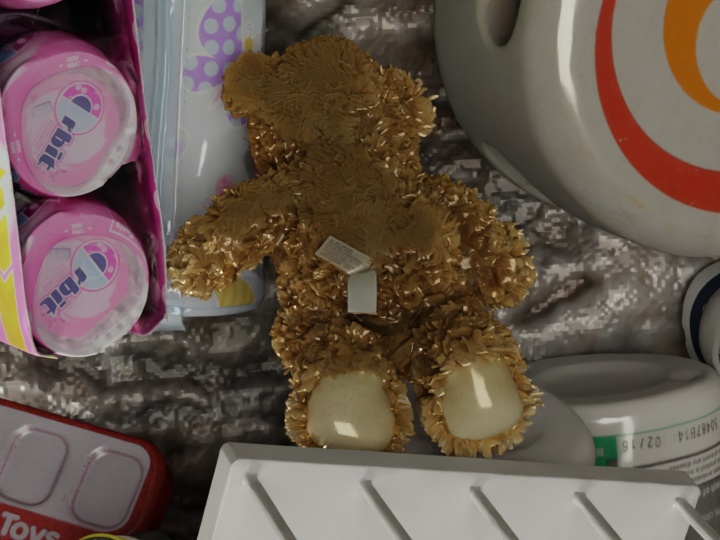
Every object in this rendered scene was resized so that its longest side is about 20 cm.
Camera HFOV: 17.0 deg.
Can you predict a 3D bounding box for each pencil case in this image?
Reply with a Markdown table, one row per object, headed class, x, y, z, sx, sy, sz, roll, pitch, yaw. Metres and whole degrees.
| class | x | y | z | sx | sy | sz | roll | pitch | yaw |
| --- | --- | --- | --- | --- | --- | --- | --- | --- | --- |
| pencil case | -0.078 | -0.078 | 1.022 | 0.083 | 0.091 | 0.201 | 0 | 100 | -10 |

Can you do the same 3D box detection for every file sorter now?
| class | x | y | z | sx | sy | sz | roll | pitch | yaw |
| --- | --- | --- | --- | --- | --- | --- | --- | --- | --- |
| file sorter | 0.044 | 0.158 | 0.873 | 0.199 | 0.125 | 0.140 | 5 | 113 | -26 |

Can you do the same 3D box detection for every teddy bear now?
| class | x | y | z | sx | sy | sz | roll | pitch | yaw |
| --- | --- | --- | --- | --- | --- | --- | --- | --- | --- |
| teddy bear | 0.000 | 0.000 | 0.958 | 0.144 | 0.067 | 0.200 | -26 | 59 | -18 |

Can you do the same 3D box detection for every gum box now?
| class | x | y | z | sx | sy | sz | roll | pitch | yaw |
| --- | --- | --- | --- | --- | --- | --- | --- | --- | --- |
| gum box | -0.138 | -0.069 | 0.934 | 0.066 | 0.113 | 0.201 | -17 | 112 | -33 |

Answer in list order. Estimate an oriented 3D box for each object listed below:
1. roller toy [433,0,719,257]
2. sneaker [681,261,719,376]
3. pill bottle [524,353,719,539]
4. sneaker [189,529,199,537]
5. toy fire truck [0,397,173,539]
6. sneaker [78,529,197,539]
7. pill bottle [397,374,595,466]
| class | x | y | z | sx | sy | sz | roll | pitch | yaw |
| --- | --- | --- | --- | --- | --- | --- | --- | --- | --- |
| roller toy | 0.129 | -0.108 | 1.024 | 0.182 | 0.140 | 0.201 | -22 | 108 | -14 |
| sneaker | 0.248 | 0.008 | 1.093 | 0.199 | 0.080 | 0.077 | -23 | 100 | -7 |
| pill bottle | 0.113 | 0.145 | 1.077 | 0.112 | 0.113 | 0.201 | -7 | 100 | -8 |
| sneaker | -0.088 | 0.144 | 1.062 | 0.200 | 0.081 | 0.075 | -38 | 100 | -1 |
| toy fire truck | -0.195 | 0.124 | 1.018 | 0.199 | 0.112 | 0.169 | 15 | 65 | 18 |
| sneaker | -0.060 | 0.196 | 0.965 | 0.074 | 0.084 | 0.201 | -12 | 91 | 33 |
| pill bottle | 0.027 | 0.148 | 1.002 | 0.111 | 0.112 | 0.201 | 5 | 113 | -10 |
